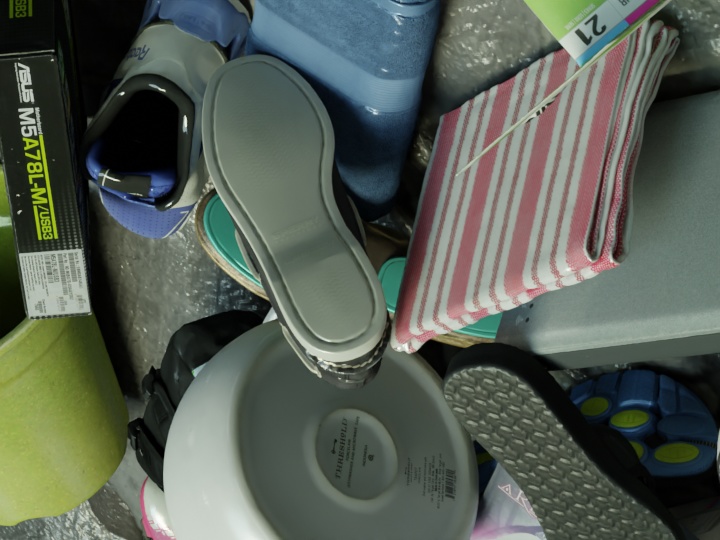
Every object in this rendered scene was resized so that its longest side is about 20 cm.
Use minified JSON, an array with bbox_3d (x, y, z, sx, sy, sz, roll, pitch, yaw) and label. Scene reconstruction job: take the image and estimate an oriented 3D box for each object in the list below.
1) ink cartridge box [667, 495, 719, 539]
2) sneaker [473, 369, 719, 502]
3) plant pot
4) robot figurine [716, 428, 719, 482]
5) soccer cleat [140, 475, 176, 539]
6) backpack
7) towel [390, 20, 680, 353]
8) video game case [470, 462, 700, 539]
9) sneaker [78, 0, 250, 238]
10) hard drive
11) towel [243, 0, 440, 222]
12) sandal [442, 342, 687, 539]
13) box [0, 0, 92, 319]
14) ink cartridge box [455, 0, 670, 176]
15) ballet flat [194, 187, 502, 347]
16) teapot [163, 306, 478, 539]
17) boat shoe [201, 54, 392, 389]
[{"bbox_3d":[0.224,0.188,1.649,0.117,0.067,0.200,55,146,-9],"label":"ink cartridge box"},{"bbox_3d":[0.140,0.111,1.680,0.083,0.071,0.199,41,148,-22],"label":"sneaker"},{"bbox_3d":[-0.244,0.065,1.956,0.200,0.200,0.184,16,145,38],"label":"plant pot"},{"bbox_3d":[0.270,0.093,1.458,0.200,0.125,0.151,-1,84,47],"label":"robot figurine"},{"bbox_3d":[-0.066,0.197,1.964,0.086,0.070,0.200,-12,130,37],"label":"soccer cleat"},{"bbox_3d":[-0.042,0.141,1.840,0.200,0.154,0.163,63,152,30],"label":"backpack"},{"bbox_3d":[0.087,-0.041,1.529,0.030,0.147,0.200,26,153,-24],"label":"towel"},{"bbox_3d":[0.124,0.177,1.676,0.143,0.019,0.200,39,146,14],"label":"video game case"},{"bbox_3d":[-0.131,-0.073,1.732,0.080,0.115,0.200,24,143,1],"label":"sneaker"},{"bbox_3d":[0.160,-0.022,1.468,0.033,0.140,0.200,32,156,-32],"label":"hard drive"},{"bbox_3d":[-0.010,-0.122,1.630,0.112,0.049,0.200,35,142,19],"label":"towel"},{"bbox_3d":[0.118,0.102,1.547,0.075,0.048,0.201,-11,128,36],"label":"sandal"},{"bbox_3d":[-0.189,-0.106,1.737,0.047,0.193,0.200,-4,130,-1],"label":"box"},{"bbox_3d":[0.115,-0.148,1.338,0.076,0.200,0.148,50,145,-1],"label":"ink cartridge box"},{"bbox_3d":[0.000,0.000,1.672,0.200,0.068,0.072,14,175,-5],"label":"ballet flat"},{"bbox_3d":[-0.038,0.125,1.695,0.198,0.200,0.146,56,142,1],"label":"teapot"},{"bbox_3d":[-0.033,-0.027,1.601,0.060,0.074,0.200,83,163,-61],"label":"boat shoe"}]
